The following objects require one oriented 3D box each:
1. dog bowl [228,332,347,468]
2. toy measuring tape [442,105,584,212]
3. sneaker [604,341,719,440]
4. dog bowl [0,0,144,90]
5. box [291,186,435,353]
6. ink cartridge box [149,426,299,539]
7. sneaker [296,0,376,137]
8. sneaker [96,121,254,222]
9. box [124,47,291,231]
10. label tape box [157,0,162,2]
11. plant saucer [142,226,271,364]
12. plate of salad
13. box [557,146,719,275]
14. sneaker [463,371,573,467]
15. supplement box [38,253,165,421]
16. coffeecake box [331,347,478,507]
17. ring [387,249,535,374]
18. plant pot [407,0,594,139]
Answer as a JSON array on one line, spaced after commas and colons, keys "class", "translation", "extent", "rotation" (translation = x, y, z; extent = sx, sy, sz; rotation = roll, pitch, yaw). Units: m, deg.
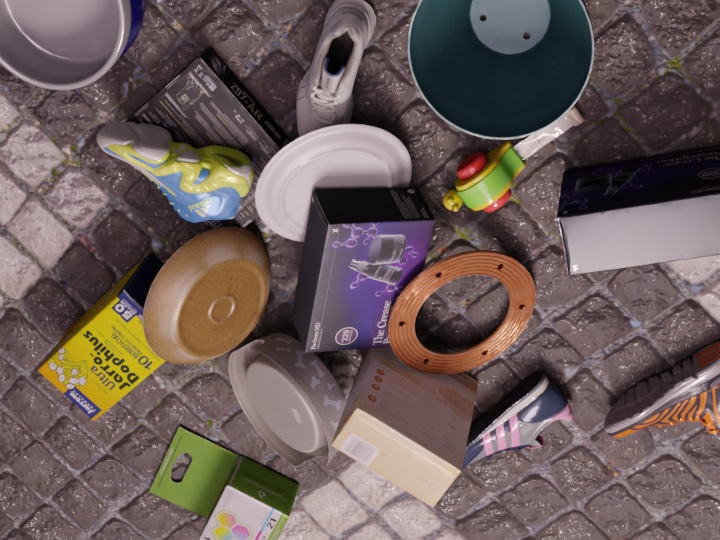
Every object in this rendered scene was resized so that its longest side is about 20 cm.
[{"class": "dog bowl", "translation": [-0.091, 0.173, 1.628], "extent": [0.199, 0.059, 0.201], "rotation": [35, 145, 29]}, {"class": "toy measuring tape", "translation": [0.178, -0.125, 1.449], "extent": [0.199, 0.074, 0.074], "rotation": [-32, 107, 26]}, {"class": "sneaker", "translation": [0.417, 0.185, 1.556], "extent": [0.199, 0.078, 0.112], "rotation": [-33, 106, 26]}, {"class": "dog bowl", "translation": [-0.364, -0.326, 1.460], "extent": [0.198, 0.079, 0.202], "rotation": [5, 119, 10]}, {"class": "box", "translation": [0.000, 0.000, 1.510], "extent": [0.140, 0.079, 0.202], "rotation": [-2, 128, -17]}, {"class": "ink cartridge box", "translation": [-0.211, 0.344, 1.789], "extent": [0.198, 0.076, 0.149], "rotation": [26, 120, -3]}, {"class": "sneaker", "translation": [-0.039, -0.222, 1.436], "extent": [0.074, 0.087, 0.202], "rotation": [16, 122, 1]}, {"class": "sneaker", "translation": [-0.233, -0.112, 1.497], "extent": [0.198, 0.076, 0.106], "rotation": [16, 121, 4]}, {"class": "box", "translation": [-0.183, -0.153, 1.532], "extent": [0.160, 0.044, 0.200], "rotation": [-35, 106, 27]}, {"class": "label tape box", "translation": [-0.193, -0.391, 1.314], "extent": [0.065, 0.200, 0.144], "rotation": [21, 121, 3]}, {"class": "plant saucer", "translation": [-0.186, 0.042, 1.560], "extent": [0.035, 0.199, 0.202], "rotation": [35, 129, 37]}, {"class": "plate of salad", "translation": [-0.034, -0.110, 1.490], "extent": [0.198, 0.048, 0.201], "rotation": [-11, 140, -9]}, {"class": "box", "translation": [0.333, -0.071, 1.392], "extent": [0.198, 0.142, 0.080], "rotation": [-9, 117, 17]}, {"class": "sneaker", "translation": [0.199, 0.224, 1.632], "extent": [0.082, 0.070, 0.200], "rotation": [43, 120, -8]}, {"class": "supplement box", "translation": [-0.326, 0.092, 1.660], "extent": [0.109, 0.110, 0.200], "rotation": [44, 119, -12]}, {"class": "coffeecake box", "translation": [0.062, 0.182, 1.566], "extent": [0.153, 0.200, 0.073], "rotation": [31, 120, -5]}, {"class": "ring", "translation": [0.127, 0.052, 1.540], "extent": [0.198, 0.019, 0.202], "rotation": [-11, 132, -12]}, {"class": "plant pot", "translation": [0.159, -0.264, 1.339], "extent": [0.198, 0.135, 0.202], "rotation": [5, 119, 10]}]
